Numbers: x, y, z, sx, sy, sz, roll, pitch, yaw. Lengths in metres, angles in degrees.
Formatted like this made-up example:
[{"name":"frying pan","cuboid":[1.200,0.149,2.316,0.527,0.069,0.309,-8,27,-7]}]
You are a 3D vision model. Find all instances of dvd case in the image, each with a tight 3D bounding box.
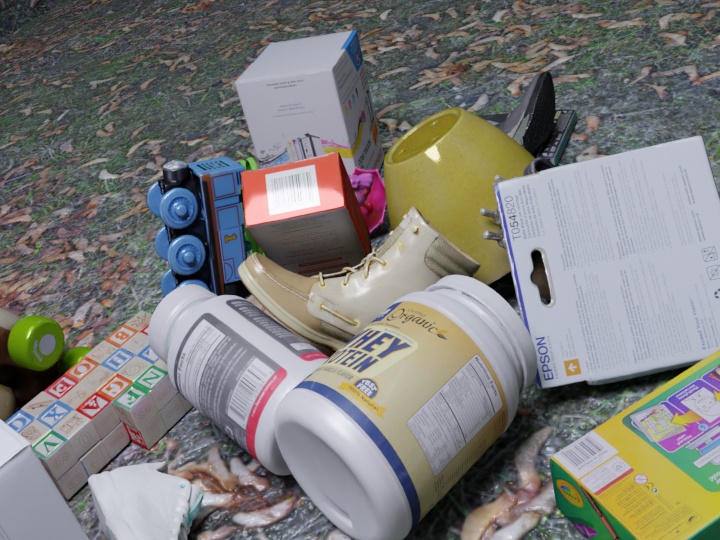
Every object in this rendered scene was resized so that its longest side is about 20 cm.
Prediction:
[{"name":"dvd case","cuboid":[0.193,-0.181,1.198,0.196,0.022,0.147,2,37,27]}]

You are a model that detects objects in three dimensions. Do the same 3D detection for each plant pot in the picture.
[{"name":"plant pot","cuboid":[0.104,-0.089,0.926,0.198,0.143,0.201,-31,22,14]}]

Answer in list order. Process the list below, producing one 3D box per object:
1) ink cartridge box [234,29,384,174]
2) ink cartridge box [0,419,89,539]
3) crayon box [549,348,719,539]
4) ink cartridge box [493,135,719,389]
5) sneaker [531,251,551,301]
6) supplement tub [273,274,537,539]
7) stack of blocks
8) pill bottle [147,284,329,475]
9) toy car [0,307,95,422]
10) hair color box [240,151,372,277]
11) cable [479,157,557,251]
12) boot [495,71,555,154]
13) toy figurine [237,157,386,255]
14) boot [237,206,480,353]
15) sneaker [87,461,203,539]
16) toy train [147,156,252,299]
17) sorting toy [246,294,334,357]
[{"name":"ink cartridge box","cuboid":[-0.063,-0.206,1.194,0.141,0.203,0.148,-3,33,18]},{"name":"ink cartridge box","cuboid":[-0.286,0.203,0.670,0.174,0.203,0.084,17,45,43]},{"name":"crayon box","cuboid":[0.254,0.142,0.626,0.197,0.059,0.119,-27,33,-15]},{"name":"ink cartridge box","cuboid":[0.234,-0.005,0.770,0.195,0.041,0.204,-11,74,7]},{"name":"sneaker","cuboid":[0.222,-0.037,0.928,0.089,0.068,0.201,-5,36,49]},{"name":"supplement tub","cuboid":[0.041,0.109,0.704,0.199,0.147,0.143,-38,36,-30]},{"name":"stack of blocks","cuboid":[-0.255,0.137,0.885,0.113,0.059,0.200,17,45,34]},{"name":"pill bottle","cuboid":[-0.111,0.092,0.799,0.198,0.112,0.110,31,54,34]},{"name":"toy car","cuboid":[-0.399,0.152,0.913,0.161,0.158,0.204,7,65,28]},{"name":"hair color box","cuboid":[-0.048,-0.042,0.874,0.099,0.201,0.063,-10,69,5]},{"name":"cable","cuboid":[0.215,-0.041,0.845,0.050,0.197,0.099,-40,30,63]},{"name":"boot","cuboid":[0.174,-0.182,1.118,0.129,0.070,0.202,7,58,35]},{"name":"toy figurine","cuboid":[-0.049,-0.088,1.052,0.180,0.200,0.153,-13,73,-14]},{"name":"boot","cuboid":[0.000,0.000,0.799,0.157,0.198,0.073,-55,13,13]},{"name":"sneaker","cuboid":[-0.169,0.217,0.723,0.087,0.077,0.199,-18,28,-24]},{"name":"toy train","cuboid":[-0.181,-0.033,1.002,0.112,0.205,0.086,-14,21,-24]},{"name":"sorting toy","cuboid":[-0.050,0.066,0.931,0.198,0.037,0.184,21,48,40]}]
